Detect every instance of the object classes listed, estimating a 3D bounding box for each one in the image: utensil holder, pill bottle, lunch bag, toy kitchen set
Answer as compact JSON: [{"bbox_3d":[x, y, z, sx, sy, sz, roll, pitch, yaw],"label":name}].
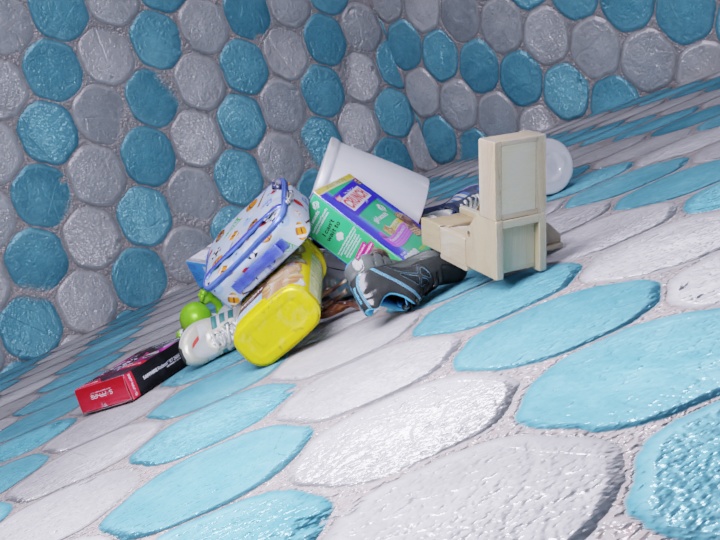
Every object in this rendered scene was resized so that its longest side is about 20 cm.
[{"bbox_3d":[0.010,-0.130,1.748,0.197,0.173,0.170,19,5,-4],"label":"utensil holder"},{"bbox_3d":[0.356,-0.212,1.969,0.109,0.112,0.200,-23,7,-6],"label":"pill bottle"},{"bbox_3d":[-0.157,-0.044,1.453,0.200,0.075,0.161,-43,22,19],"label":"lunch bag"},{"bbox_3d":[0.197,-0.108,1.293,0.160,0.184,0.199,-12,20,-23],"label":"toy kitchen set"}]

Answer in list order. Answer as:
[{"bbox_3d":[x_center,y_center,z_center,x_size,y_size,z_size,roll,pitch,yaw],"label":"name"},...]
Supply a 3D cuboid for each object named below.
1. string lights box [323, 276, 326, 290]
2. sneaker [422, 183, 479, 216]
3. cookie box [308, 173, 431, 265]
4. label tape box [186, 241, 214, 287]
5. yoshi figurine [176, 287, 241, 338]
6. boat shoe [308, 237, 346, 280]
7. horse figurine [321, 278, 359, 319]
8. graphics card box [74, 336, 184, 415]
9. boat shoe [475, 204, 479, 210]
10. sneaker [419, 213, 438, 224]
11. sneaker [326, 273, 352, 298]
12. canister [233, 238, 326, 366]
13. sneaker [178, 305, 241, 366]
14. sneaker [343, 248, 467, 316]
[{"bbox_3d":[-0.042,-0.027,1.847,0.198,0.104,0.059,-27,-13,-36],"label":"string lights box"},{"bbox_3d":[0.198,-0.102,1.842,0.197,0.082,0.147,-20,15,-2],"label":"sneaker"},{"bbox_3d":[0.014,-0.062,1.563,0.076,0.199,0.171,-58,-9,24],"label":"cookie box"},{"bbox_3d":[-0.208,-0.041,1.773,0.199,0.064,0.143,-37,23,-27],"label":"label tape box"},{"bbox_3d":[-0.259,0.079,1.794,0.198,0.114,0.112,-28,15,-14],"label":"yoshi figurine"},{"bbox_3d":[-0.076,-0.043,1.657,0.197,0.068,0.074,14,37,29],"label":"boat shoe"},{"bbox_3d":[-0.085,0.060,1.575,0.132,0.050,0.199,-39,19,-26],"label":"horse figurine"},{"bbox_3d":[-0.390,0.180,1.671,0.124,0.052,0.200,-19,7,30],"label":"graphics card box"},{"bbox_3d":[0.241,-0.090,1.673,0.076,0.073,0.199,-35,-9,38],"label":"boat shoe"},{"bbox_3d":[0.121,-0.052,1.705,0.084,0.078,0.200,-35,8,-17],"label":"sneaker"},{"bbox_3d":[0.000,0.000,1.728,0.080,0.075,0.200,-5,22,16],"label":"sneaker"},{"bbox_3d":[-0.121,0.044,1.448,0.148,0.087,0.201,-40,18,14],"label":"canister"},{"bbox_3d":[-0.226,0.101,1.650,0.093,0.071,0.199,-23,2,42],"label":"sneaker"},{"bbox_3d":[0.072,0.021,1.357,0.197,0.083,0.073,-7,-29,-27],"label":"sneaker"}]
